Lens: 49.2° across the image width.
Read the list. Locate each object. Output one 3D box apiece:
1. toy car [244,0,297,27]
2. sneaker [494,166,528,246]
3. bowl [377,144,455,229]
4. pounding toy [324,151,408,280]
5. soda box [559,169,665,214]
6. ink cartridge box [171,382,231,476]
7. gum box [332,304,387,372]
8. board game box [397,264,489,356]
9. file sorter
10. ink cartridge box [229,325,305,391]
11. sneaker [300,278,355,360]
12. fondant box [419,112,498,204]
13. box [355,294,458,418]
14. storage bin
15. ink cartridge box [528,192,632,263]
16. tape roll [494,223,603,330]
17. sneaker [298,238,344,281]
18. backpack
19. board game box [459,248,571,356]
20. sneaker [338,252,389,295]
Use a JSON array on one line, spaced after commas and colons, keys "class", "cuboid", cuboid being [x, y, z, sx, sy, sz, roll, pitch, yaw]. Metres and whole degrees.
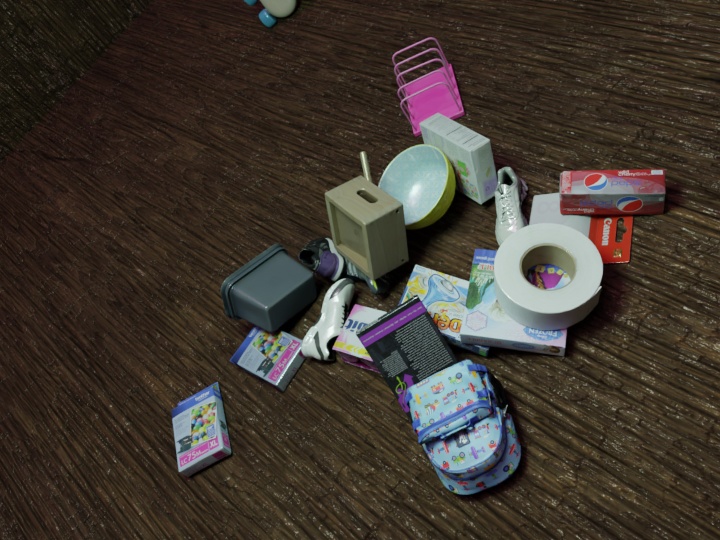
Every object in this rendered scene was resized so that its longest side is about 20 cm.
[{"class": "toy car", "cuboid": [-0.275, -0.954, 2.670, 0.184, 0.177, 0.200, -36, 15, 23]}, {"class": "sneaker", "cuboid": [0.317, -0.134, 1.690, 0.075, 0.081, 0.200, -11, 53, 24]}, {"class": "bowl", "cuboid": [0.146, -0.175, 1.798, 0.200, 0.108, 0.201, -20, 58, 35]}, {"class": "pounding toy", "cuboid": [0.017, -0.124, 1.730, 0.142, 0.184, 0.200, -28, 44, -22]}, {"class": "soda box", "cuboid": [0.499, -0.156, 1.566, 0.199, 0.070, 0.064, 2, 57, 17]}, {"class": "ink cartridge box", "cuboid": [-0.365, 0.351, 1.781, 0.119, 0.042, 0.200, -30, 45, 10]}, {"class": "gum box", "cuboid": [0.045, 0.151, 1.657, 0.200, 0.066, 0.114, 12, 64, 38]}, {"class": "board game box", "cuboid": [0.181, 0.079, 1.586, 0.200, 0.034, 0.136, 17, 62, 13]}, {"class": "file sorter", "cuboid": [0.166, -0.476, 2.013, 0.139, 0.125, 0.200, -22, 48, 17]}, {"class": "ink cartridge box", "cuboid": [-0.218, 0.190, 1.819, 0.200, 0.042, 0.119, 19, 69, 42]}, {"class": "sneaker", "cuboid": [-0.053, 0.113, 1.754, 0.080, 0.074, 0.200, 17, 76, 35]}, {"class": "fondant box", "cuboid": [0.223, -0.256, 1.782, 0.058, 0.145, 0.200, -30, 39, -14]}, {"class": "box", "cuboid": [0.103, 0.168, 1.533, 0.143, 0.200, 0.036, -31, 4, 6]}, {"class": "storage bin", "cuboid": [-0.202, 0.058, 1.839, 0.134, 0.146, 0.200, 29, 50, 33]}, {"class": "ink cartridge box", "cuboid": [0.442, -0.087, 1.596, 0.200, 0.057, 0.163, -7, 53, 34]}, {"class": "tape roll", "cuboid": [0.354, 0.011, 1.489, 0.202, 0.071, 0.203, -4, 57, 6]}, {"class": "sneaker", "cuboid": [-0.107, -0.041, 1.849, 0.076, 0.087, 0.200, -69, 24, 9]}, {"class": "backpack", "cuboid": [0.187, 0.290, 1.417, 0.182, 0.135, 0.200, -25, 50, 16]}, {"class": "board game box", "cuboid": [0.308, 0.058, 1.535, 0.199, 0.041, 0.200, 6, 59, 14]}, {"class": "sneaker", "cuboid": [0.000, 0.000, 1.810, 0.081, 0.074, 0.200, -47, 40, 11]}]
